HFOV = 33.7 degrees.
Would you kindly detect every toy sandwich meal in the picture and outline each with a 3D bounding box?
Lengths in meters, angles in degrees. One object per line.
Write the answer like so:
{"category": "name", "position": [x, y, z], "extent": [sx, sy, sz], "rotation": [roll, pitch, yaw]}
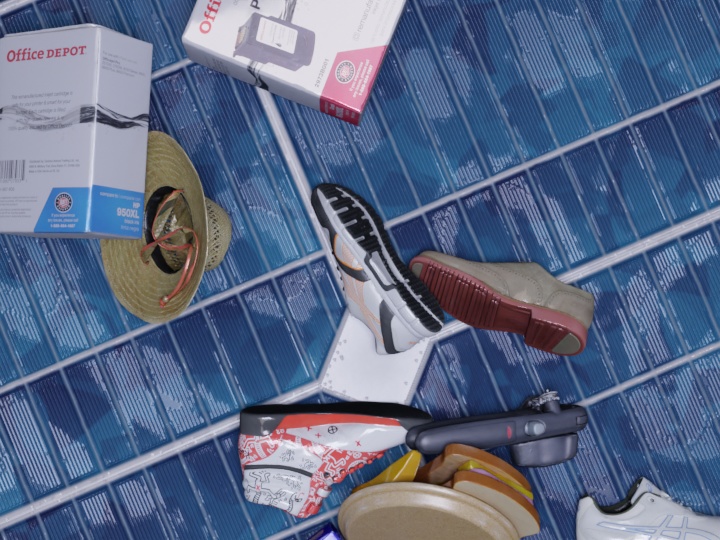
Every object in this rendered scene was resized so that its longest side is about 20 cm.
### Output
{"category": "toy sandwich meal", "position": [0.075, 0.245, 1.192], "extent": [0.204, 0.206, 0.070], "rotation": [15, 50, -1]}

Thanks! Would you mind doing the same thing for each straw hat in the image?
{"category": "straw hat", "position": [-0.180, -0.040, 1.216], "extent": [0.085, 0.201, 0.202], "rotation": [1, 87, -42]}

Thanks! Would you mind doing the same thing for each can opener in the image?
{"category": "can opener", "position": [0.143, 0.164, 1.208], "extent": [0.199, 0.063, 0.079], "rotation": [-1, 81, -25]}

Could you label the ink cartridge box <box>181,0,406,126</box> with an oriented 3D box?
{"category": "ink cartridge box", "position": [-0.067, -0.257, 1.230], "extent": [0.199, 0.084, 0.145], "rotation": [21, 87, -1]}

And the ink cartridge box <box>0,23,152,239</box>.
{"category": "ink cartridge box", "position": [-0.291, -0.134, 1.193], "extent": [0.144, 0.084, 0.201], "rotation": [2, 88, 32]}

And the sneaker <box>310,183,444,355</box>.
{"category": "sneaker", "position": [0.000, 0.000, 1.231], "extent": [0.080, 0.074, 0.200], "rotation": [-41, 75, 33]}

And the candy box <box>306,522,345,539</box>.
{"category": "candy box", "position": [-0.035, 0.390, 1.214], "extent": [0.169, 0.077, 0.200], "rotation": [-37, 88, -3]}

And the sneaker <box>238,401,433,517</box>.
{"category": "sneaker", "position": [-0.026, 0.195, 1.229], "extent": [0.200, 0.067, 0.109], "rotation": [0, 97, -5]}

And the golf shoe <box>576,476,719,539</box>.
{"category": "golf shoe", "position": [0.320, 0.260, 1.229], "extent": [0.199, 0.078, 0.098], "rotation": [-8, 82, -3]}

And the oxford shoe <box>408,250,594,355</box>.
{"category": "oxford shoe", "position": [0.149, 0.020, 1.247], "extent": [0.199, 0.071, 0.075], "rotation": [25, 56, 5]}
